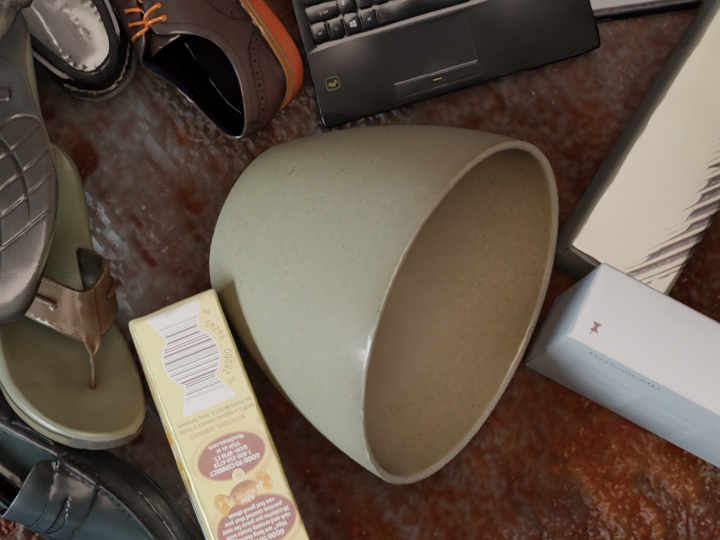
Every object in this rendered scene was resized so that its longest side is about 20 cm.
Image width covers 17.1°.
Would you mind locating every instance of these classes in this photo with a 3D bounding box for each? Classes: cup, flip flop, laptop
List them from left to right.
[{"bbox_3d":[-0.170,0.008,1.355,0.080,0.058,0.201,-4,65,-22],"label":"flip flop"},{"bbox_3d":[0.000,0.000,1.342,0.142,0.200,0.201,23,82,26],"label":"cup"},{"bbox_3d":[0.043,-0.196,1.357,0.176,0.103,0.202,-16,101,-6],"label":"laptop"}]

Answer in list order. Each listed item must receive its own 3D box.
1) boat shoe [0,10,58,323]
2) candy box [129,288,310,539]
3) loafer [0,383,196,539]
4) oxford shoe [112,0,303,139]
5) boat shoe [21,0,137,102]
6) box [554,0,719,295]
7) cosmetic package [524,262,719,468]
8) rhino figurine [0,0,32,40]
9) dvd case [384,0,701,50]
[{"bbox_3d":[-0.199,-0.058,1.331,0.074,0.073,0.201,-6,65,3],"label":"boat shoe"},{"bbox_3d":[-0.071,0.117,1.346,0.055,0.115,0.201,-20,86,-5],"label":"candy box"},{"bbox_3d":[-0.177,0.124,1.353,0.200,0.070,0.068,40,124,3],"label":"loafer"},{"bbox_3d":[-0.112,-0.163,1.370,0.071,0.073,0.200,-36,101,35],"label":"oxford shoe"},{"bbox_3d":[-0.203,-0.185,1.396,0.074,0.060,0.201,-34,86,-2],"label":"boat shoe"},{"bbox_3d":[0.192,-0.076,1.405,0.068,0.082,0.201,32,84,-2],"label":"box"},{"bbox_3d":[0.200,0.071,1.354,0.199,0.151,0.052,28,83,-1],"label":"cosmetic package"},{"bbox_3d":[-0.224,-0.202,1.335,0.087,0.060,0.201,-18,62,3],"label":"rhino figurine"},{"bbox_3d":[0.098,-0.215,1.444,0.198,0.018,0.144,-9,84,-6],"label":"dvd case"}]
